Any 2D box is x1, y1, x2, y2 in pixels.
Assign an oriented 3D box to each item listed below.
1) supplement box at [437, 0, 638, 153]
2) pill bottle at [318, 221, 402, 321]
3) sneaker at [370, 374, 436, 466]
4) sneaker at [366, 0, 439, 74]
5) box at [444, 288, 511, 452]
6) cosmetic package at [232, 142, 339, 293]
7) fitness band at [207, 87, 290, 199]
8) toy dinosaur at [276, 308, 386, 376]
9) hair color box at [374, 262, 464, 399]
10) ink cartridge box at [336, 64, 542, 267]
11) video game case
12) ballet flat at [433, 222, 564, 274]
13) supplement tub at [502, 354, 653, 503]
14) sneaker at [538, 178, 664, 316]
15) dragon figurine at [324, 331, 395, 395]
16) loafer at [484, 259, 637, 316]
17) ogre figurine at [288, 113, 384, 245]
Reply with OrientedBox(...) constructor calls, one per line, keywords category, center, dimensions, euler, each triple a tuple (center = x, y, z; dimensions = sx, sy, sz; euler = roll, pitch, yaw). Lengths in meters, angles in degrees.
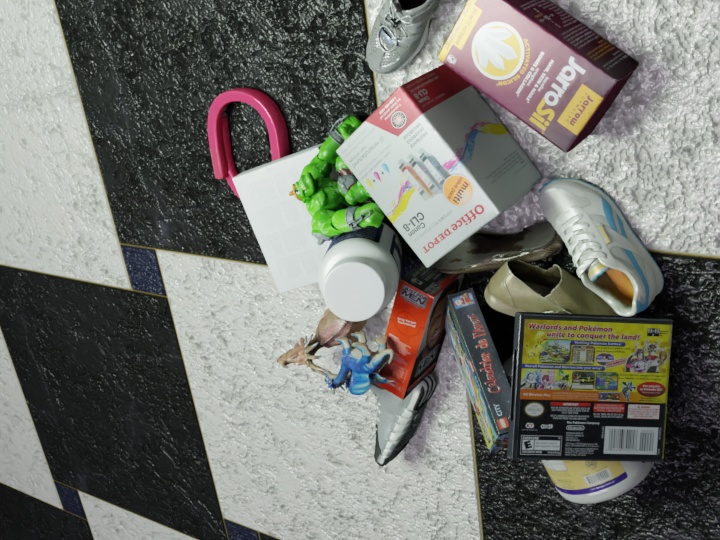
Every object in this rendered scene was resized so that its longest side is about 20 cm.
OrientedBox(category="supplement box", center=(0.208, -0.248, 0.979), dimensions=(0.200, 0.086, 0.110), euler=(40, 131, 12))
OrientedBox(category="pill bottle", center=(0.000, 0.000, 1.158), dimensions=(0.111, 0.200, 0.111), euler=(1, 106, 5))
OrientedBox(category="sneaker", center=(0.043, 0.224, 1.377), dimensions=(0.115, 0.075, 0.200), euler=(36, 120, 22))
OrientedBox(category="sneaker", center=(0.053, -0.333, 1.049), dimensions=(0.075, 0.082, 0.200), euler=(42, 132, 10))
OrientedBox(category="box", center=(0.168, 0.141, 1.148), dimensions=(0.137, 0.038, 0.200), euler=(83, 170, -68))
OrientedBox(category="cosmetic package", center=(-0.089, -0.079, 1.283), dimensions=(0.151, 0.052, 0.200), euler=(-16, 105, 21))
OrientedBox(category="fitness band", center=(-0.177, -0.194, 1.330), dimensions=(0.144, 0.037, 0.200), euler=(11, 121, 29))
OrientedBox(category="toy dinosaur", center=(-0.041, 0.096, 1.317), dimensions=(0.086, 0.136, 0.200), euler=(43, 131, 10))
OrientedBox(category="hair color box", center=(0.087, 0.086, 1.241), dimensions=(0.061, 0.101, 0.200), euler=(28, 128, 22))
OrientedBox(category="ink cartridge box", center=(0.104, -0.137, 1.077), dimensions=(0.200, 0.145, 0.145), euler=(51, 131, 1))
OrientedBox(category="video game case", center=(0.286, 0.145, 1.030), dimensions=(0.200, 0.026, 0.181), euler=(3, 93, -8))
OrientedBox(category="ballet flat", center=(0.188, -0.023, 1.142), dimensions=(0.200, 0.067, 0.046), euler=(-12, 139, 37))
OrientedBox(category="supplement tub", center=(0.292, 0.194, 1.119), dimensions=(0.145, 0.145, 0.200), euler=(-23, 98, 42))
OrientedBox(category="sneaker", center=(0.296, -0.033, 1.036), dimensions=(0.200, 0.081, 0.077), euler=(49, 134, 6))
OrientedBox(category="dragon figurine", center=(0.011, 0.148, 1.220), dimensions=(0.200, 0.059, 0.100), euler=(4, 106, 56))
OrientedBox(category="loafer", center=(0.263, 0.037, 1.073), dimensions=(0.200, 0.076, 0.067), euler=(11, 131, 6))
OrientedBox(category="ogre figurine", center=(-0.029, -0.117, 1.155), dimensions=(0.120, 0.098, 0.200), euler=(-37, 66, 28))
